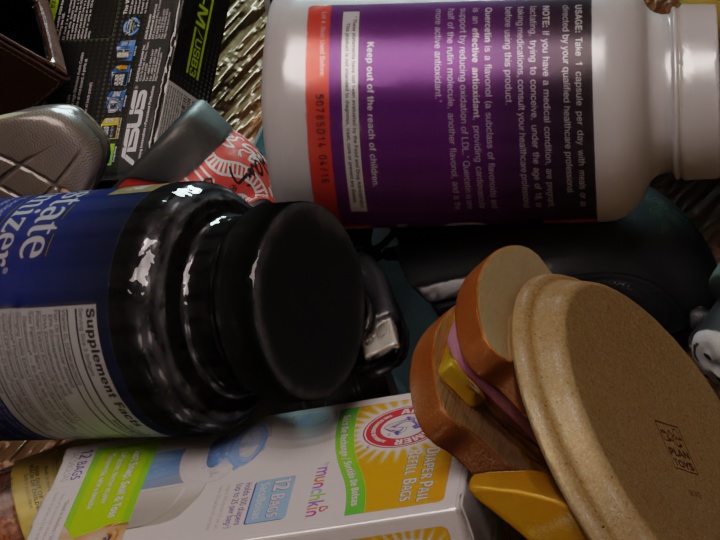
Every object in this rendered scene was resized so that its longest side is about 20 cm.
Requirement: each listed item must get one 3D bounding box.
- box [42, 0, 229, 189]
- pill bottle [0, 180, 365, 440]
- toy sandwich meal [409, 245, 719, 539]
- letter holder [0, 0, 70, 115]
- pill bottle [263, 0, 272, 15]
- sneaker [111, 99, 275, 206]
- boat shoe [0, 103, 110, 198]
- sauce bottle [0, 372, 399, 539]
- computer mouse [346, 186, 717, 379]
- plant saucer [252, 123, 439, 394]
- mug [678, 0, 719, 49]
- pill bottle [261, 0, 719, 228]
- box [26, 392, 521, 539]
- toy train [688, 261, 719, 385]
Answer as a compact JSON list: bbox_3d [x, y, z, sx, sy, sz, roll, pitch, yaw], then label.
[{"bbox_3d":[-0.160,-0.130,1.406,0.192,0.047,0.201,-3,69,33],"label":"box"},{"bbox_3d":[-0.102,0.019,1.181,0.199,0.112,0.112,-4,52,33],"label":"pill bottle"},{"bbox_3d":[0.101,0.087,1.117,0.070,0.205,0.206,-33,47,24],"label":"toy sandwich meal"},{"bbox_3d":[-0.271,-0.099,1.338,0.200,0.142,0.101,-38,49,23],"label":"letter holder"},{"bbox_3d":[0.017,-0.126,1.346,0.111,0.112,0.200,-28,50,-2],"label":"pill bottle"},{"bbox_3d":[-0.105,0.020,1.306,0.201,0.108,0.067,-44,5,22],"label":"sneaker"},{"bbox_3d":[-0.188,-0.030,1.324,0.200,0.075,0.073,-34,7,38],"label":"boat shoe"},{"bbox_3d":[-0.075,0.093,1.248,0.199,0.066,0.066,-18,51,3],"label":"sauce bottle"},{"bbox_3d":[0.075,-0.011,1.226,0.198,0.053,0.139,1,38,-12],"label":"computer mouse"},{"bbox_3d":[0.000,0.000,1.296,0.200,0.019,0.070,49,123,39],"label":"plant saucer"},{"bbox_3d":[0.190,-0.204,1.258,0.149,0.153,0.187,-36,19,9],"label":"mug"},{"bbox_3d":[0.059,-0.076,1.185,0.198,0.113,0.113,-1,54,6],"label":"pill bottle"},{"bbox_3d":[-0.034,0.131,1.154,0.199,0.102,0.113,-10,24,13],"label":"box"},{"bbox_3d":[0.231,-0.017,1.211,0.114,0.085,0.200,16,62,42],"label":"toy train"}]
